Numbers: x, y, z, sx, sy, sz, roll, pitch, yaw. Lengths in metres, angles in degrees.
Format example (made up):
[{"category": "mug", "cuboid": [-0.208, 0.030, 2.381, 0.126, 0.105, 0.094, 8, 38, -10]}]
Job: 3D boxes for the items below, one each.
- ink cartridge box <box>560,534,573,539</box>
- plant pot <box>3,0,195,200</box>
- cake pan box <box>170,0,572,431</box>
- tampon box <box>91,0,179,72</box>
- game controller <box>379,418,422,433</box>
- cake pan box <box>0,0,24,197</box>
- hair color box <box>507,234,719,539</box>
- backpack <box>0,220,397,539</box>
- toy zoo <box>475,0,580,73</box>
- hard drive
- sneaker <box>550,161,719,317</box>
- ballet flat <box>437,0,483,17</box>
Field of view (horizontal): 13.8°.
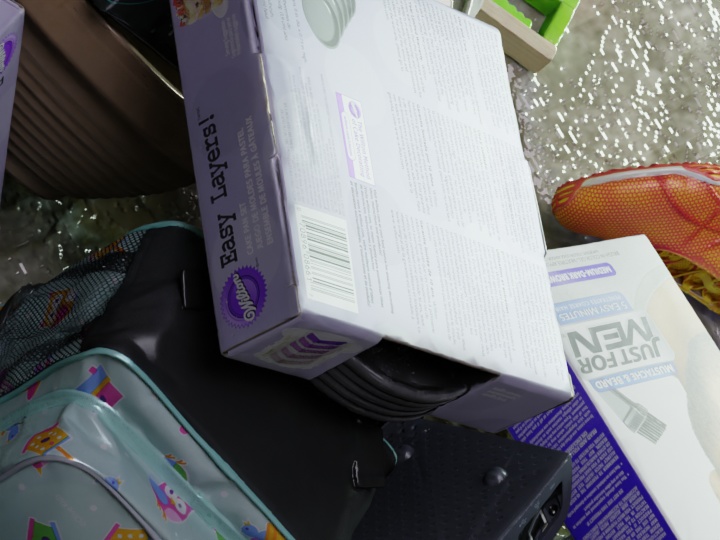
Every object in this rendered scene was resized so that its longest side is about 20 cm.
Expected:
[{"category": "ink cartridge box", "cuboid": [0.183, 0.217, 1.484, 0.200, 0.068, 0.116, 27, 58, -15]}, {"category": "plant pot", "cuboid": [-0.146, -0.099, 1.404, 0.093, 0.201, 0.201, -42, 93, 7]}, {"category": "cake pan box", "cuboid": [0.005, -0.036, 1.277, 0.184, 0.052, 0.201, 15, 56, -46]}, {"category": "tampon box", "cuboid": [-0.078, -0.202, 1.379, 0.200, 0.150, 0.126, 54, 9, 35]}, {"category": "game controller", "cuboid": [0.000, 0.000, 1.430, 0.104, 0.042, 0.201, -5, 115, -28]}, {"category": "cake pan box", "cuboid": [-0.222, -0.016, 1.289, 0.052, 0.200, 0.184, 30, 54, 9]}, {"category": "hair color box", "cuboid": [0.139, 0.082, 1.453, 0.109, 0.065, 0.200, -9, 61, -44]}, {"category": "backpack", "cuboid": [-0.110, 0.092, 1.298, 0.176, 0.200, 0.154, 46, 55, -24]}, {"category": "toy zoo", "cuboid": [0.087, -0.221, 1.647, 0.131, 0.020, 0.200, 35, 58, -11]}, {"category": "hard drive", "cuboid": [0.001, 0.150, 1.381, 0.200, 0.135, 0.042, -44, 123, -29]}, {"category": "sneaker", "cuboid": [0.195, -0.011, 1.588, 0.199, 0.073, 0.077, 12, 74, -20]}, {"category": "ballet flat", "cuboid": [0.038, -0.153, 1.491, 0.069, 0.069, 0.201, 23, 62, -18]}]
